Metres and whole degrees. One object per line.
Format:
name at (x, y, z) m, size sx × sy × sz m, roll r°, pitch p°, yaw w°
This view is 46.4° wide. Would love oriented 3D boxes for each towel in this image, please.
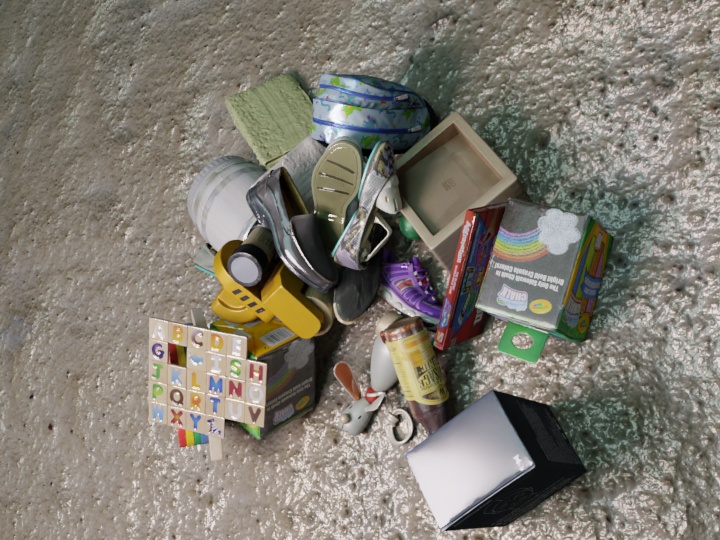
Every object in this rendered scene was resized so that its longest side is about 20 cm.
towel at (-0.143, -0.261, 1.486) m, size 0.147 × 0.037 × 0.201 m, roll -26°, pitch 60°, yaw -16°
towel at (-0.068, -0.141, 1.348) m, size 0.200 × 0.133 × 0.034 m, roll -44°, pitch 9°, yaw -23°

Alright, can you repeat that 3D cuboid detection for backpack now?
backpack at (0.009, -0.237, 1.295) m, size 0.162 × 0.199 × 0.156 m, roll 27°, pitch 129°, yaw 36°

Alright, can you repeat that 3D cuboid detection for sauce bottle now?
sauce bottle at (0.093, 0.168, 1.203) m, size 0.065 × 0.066 × 0.203 m, roll -19°, pitch 96°, yaw 28°

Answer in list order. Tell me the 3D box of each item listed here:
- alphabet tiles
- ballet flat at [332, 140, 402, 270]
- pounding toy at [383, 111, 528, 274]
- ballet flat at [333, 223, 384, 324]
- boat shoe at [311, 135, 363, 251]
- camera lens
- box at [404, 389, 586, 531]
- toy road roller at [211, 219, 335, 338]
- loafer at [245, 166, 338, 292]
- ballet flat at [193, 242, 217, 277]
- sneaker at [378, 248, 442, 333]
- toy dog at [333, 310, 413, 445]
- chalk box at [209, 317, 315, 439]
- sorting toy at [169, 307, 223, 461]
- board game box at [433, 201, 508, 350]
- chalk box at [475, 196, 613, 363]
alphabet tiles at (-0.230, 0.167, 1.255) m, size 0.196 × 0.008 × 0.170 m, roll 10°, pitch 106°, yaw 17°
ballet flat at (0.023, -0.086, 1.207) m, size 0.072 × 0.071 × 0.203 m, roll 42°, pitch 123°, yaw 34°
pounding toy at (0.122, -0.101, 1.263) m, size 0.199 × 0.142 × 0.185 m, roll -39°, pitch 58°, yaw 5°
ballet flat at (0.000, 0.000, 1.290) m, size 0.057 × 0.065 × 0.202 m, roll 118°, pitch 169°, yaw -55°
boat shoe at (-0.031, -0.124, 1.254) m, size 0.074 × 0.202 × 0.069 m, roll 21°, pitch 46°, yaw 5°
camera lens at (-0.183, -0.085, 1.429) m, size 0.200 × 0.159 × 0.161 m, roll 40°, pitch 100°, yaw 34°
box at (0.176, 0.248, 1.079) m, size 0.148 × 0.199 × 0.108 m, roll -39°, pitch 60°, yaw 18°
toy road roller at (-0.138, 0.031, 1.291) m, size 0.199 × 0.123 × 0.146 m, roll 40°, pitch 122°, yaw -10°
loafer at (-0.091, -0.060, 1.239) m, size 0.072 × 0.073 × 0.201 m, roll -42°, pitch 80°, yaw 30°
ballet flat at (-0.222, 0.002, 1.491) m, size 0.199 × 0.067 × 0.064 m, roll 29°, pitch 87°, yaw 35°
sneaker at (0.081, 0.028, 1.277) m, size 0.199 × 0.080 × 0.084 m, roll 37°, pitch 93°, yaw 35°
toy dog at (0.024, 0.157, 1.267) m, size 0.130 × 0.096 × 0.204 m, roll 12°, pitch 85°, yaw 35°
chalk box at (-0.154, 0.172, 1.342) m, size 0.123 × 0.123 × 0.203 m, roll 30°, pitch 129°, yaw 37°
sorting toy at (-0.276, 0.183, 1.370) m, size 0.199 × 0.068 × 0.204 m, roll -147°, pitch 52°, yaw -72°
board game box at (0.159, 0.007, 1.169) m, size 0.019 × 0.102 × 0.203 m, roll 27°, pitch 117°, yaw 34°
chalk box at (0.245, 0.023, 1.141) m, size 0.123 × 0.123 × 0.203 m, roll 17°, pitch 88°, yaw 34°
